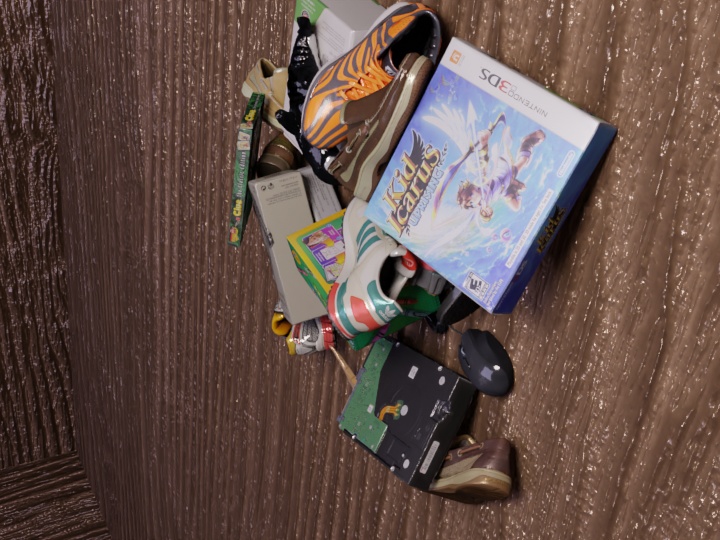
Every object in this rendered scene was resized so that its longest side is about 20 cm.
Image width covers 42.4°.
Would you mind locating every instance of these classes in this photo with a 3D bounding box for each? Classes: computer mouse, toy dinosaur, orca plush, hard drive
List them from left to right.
[{"bbox_3d":[-0.065,-0.196,1.101,0.105,0.071,0.202,14,114,53],"label":"orca plush"},{"bbox_3d":[0.024,0.182,1.274,0.199,0.060,0.107,17,95,50],"label":"toy dinosaur"},{"bbox_3d":[0.052,0.168,1.146,0.200,0.038,0.141,23,87,60],"label":"hard drive"},{"bbox_3d":[0.111,0.078,1.082,0.200,0.034,0.059,46,138,48],"label":"computer mouse"}]

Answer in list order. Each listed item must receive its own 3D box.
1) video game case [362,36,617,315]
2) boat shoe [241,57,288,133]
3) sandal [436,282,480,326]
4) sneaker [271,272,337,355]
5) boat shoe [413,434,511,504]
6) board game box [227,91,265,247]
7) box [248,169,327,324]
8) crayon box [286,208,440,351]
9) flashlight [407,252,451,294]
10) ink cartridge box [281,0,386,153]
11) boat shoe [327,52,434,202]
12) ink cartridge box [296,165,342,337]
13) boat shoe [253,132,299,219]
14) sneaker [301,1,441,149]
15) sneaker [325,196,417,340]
[{"bbox_3d":[0.115,-0.091,0.886,0.181,0.045,0.201,39,111,32],"label":"video game case"},{"bbox_3d":[-0.121,-0.263,1.373,0.200,0.071,0.077,45,121,46],"label":"boat shoe"},{"bbox_3d":[0.131,-0.022,0.970,0.048,0.075,0.201,52,134,29],"label":"sandal"},{"bbox_3d":[-0.102,0.052,1.398,0.200,0.081,0.078,-122,19,-52],"label":"sneaker"},{"bbox_3d":[0.122,0.230,1.094,0.200,0.072,0.073,136,150,-67],"label":"boat shoe"},{"bbox_3d":[-0.165,-0.143,1.335,0.105,0.023,0.201,-86,6,-52],"label":"board game box"},{"bbox_3d":[-0.095,-0.034,1.283,0.082,0.068,0.202,-154,49,-75],"label":"box"},{"bbox_3d":[0.000,0.000,1.145,0.200,0.118,0.059,51,163,51],"label":"crayon box"},{"bbox_3d":[0.098,-0.071,0.996,0.068,0.068,0.201,24,127,14],"label":"flashlight"},{"bbox_3d":[-0.026,-0.239,1.175,0.146,0.084,0.201,50,140,41],"label":"ink cartridge box"},{"bbox_3d":[0.011,-0.153,0.971,0.074,0.075,0.203,30,139,2],"label":"boat shoe"},{"bbox_3d":[-0.044,-0.024,1.331,0.174,0.043,0.201,101,150,-66],"label":"ink cartridge box"},{"bbox_3d":[-0.118,-0.131,1.416,0.200,0.071,0.068,108,-176,-62],"label":"boat shoe"},{"bbox_3d":[0.011,-0.212,1.013,0.200,0.077,0.112,-52,20,7],"label":"sneaker"},{"bbox_3d":[0.026,-0.016,1.028,0.093,0.070,0.201,-17,43,31],"label":"sneaker"}]
